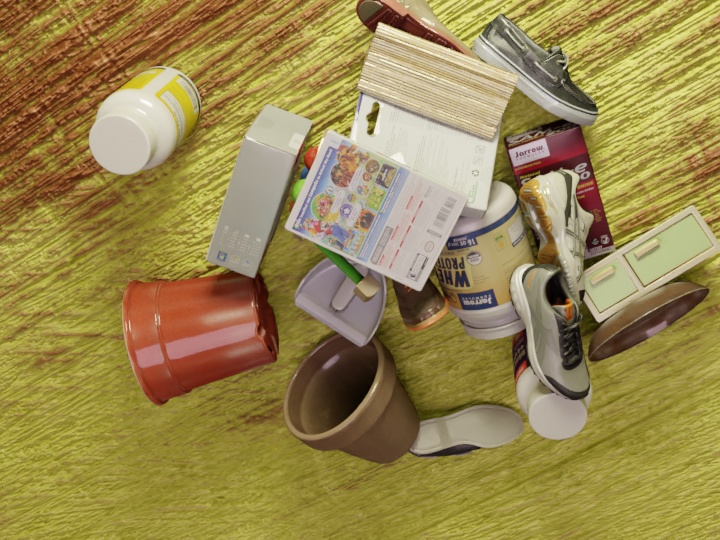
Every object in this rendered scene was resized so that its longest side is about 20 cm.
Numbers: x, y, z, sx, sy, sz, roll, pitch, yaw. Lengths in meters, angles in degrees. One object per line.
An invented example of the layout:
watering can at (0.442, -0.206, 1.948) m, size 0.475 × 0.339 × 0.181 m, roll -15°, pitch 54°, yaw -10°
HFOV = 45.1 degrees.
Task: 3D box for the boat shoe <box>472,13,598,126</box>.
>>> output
boat shoe at (0.247, -0.270, 1.166) m, size 0.200 × 0.072 × 0.071 m, roll 32°, pitch 120°, yaw -7°

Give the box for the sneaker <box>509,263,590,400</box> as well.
sneaker at (0.268, 0.084, 1.178) m, size 0.079 × 0.074 × 0.200 m, roll -14°, pitch 99°, yaw 58°

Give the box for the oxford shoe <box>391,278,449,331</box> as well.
oxford shoe at (0.076, 0.030, 1.268) m, size 0.071 × 0.200 × 0.073 m, roll -32°, pitch 108°, yaw 1°

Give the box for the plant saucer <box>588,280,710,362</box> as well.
plant saucer at (0.418, 0.071, 1.279) m, size 0.200 × 0.200 × 0.032 m, roll -39°, pitch 66°, yaw 22°

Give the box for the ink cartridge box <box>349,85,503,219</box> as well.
ink cartridge box at (0.087, -0.182, 1.177) m, size 0.200 × 0.200 × 0.041 m, roll 13°, pitch 160°, yaw 0°

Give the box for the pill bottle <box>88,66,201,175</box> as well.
pill bottle at (-0.297, -0.204, 1.191) m, size 0.111 × 0.200 × 0.111 m, roll 3°, pitch 116°, yaw 6°

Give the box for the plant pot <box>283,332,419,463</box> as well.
plant pot at (0.004, 0.221, 1.397) m, size 0.200 × 0.200 × 0.175 m, roll -32°, pitch 128°, yaw 20°

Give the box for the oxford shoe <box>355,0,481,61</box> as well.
oxford shoe at (0.092, -0.322, 1.155) m, size 0.200 × 0.075 × 0.070 m, roll 34°, pitch 146°, yaw -15°

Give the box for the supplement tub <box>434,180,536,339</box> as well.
supplement tub at (0.179, -0.015, 1.263) m, size 0.144 × 0.144 × 0.200 m, roll -16°, pitch 113°, yaw 14°

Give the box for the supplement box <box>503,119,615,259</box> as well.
supplement box at (0.288, -0.110, 1.249) m, size 0.109 × 0.061 × 0.200 m, roll -18°, pitch 113°, yaw 13°

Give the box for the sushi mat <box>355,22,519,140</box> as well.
sushi mat at (0.098, -0.247, 1.140) m, size 0.200 × 0.012 × 0.096 m, roll 21°, pitch 122°, yaw 3°

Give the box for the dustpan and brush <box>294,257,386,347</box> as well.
dustpan and brush at (0.000, 0.000, 1.334) m, size 0.139 × 0.057 × 0.200 m, roll 33°, pitch 87°, yaw 7°

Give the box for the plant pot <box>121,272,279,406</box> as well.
plant pot at (-0.239, 0.091, 1.350) m, size 0.195 × 0.201 × 0.201 m, roll -13°, pitch 115°, yaw 4°

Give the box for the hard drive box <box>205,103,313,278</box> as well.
hard drive box at (-0.144, -0.116, 1.243) m, size 0.077 × 0.156 × 0.200 m, roll 20°, pitch 118°, yaw -4°

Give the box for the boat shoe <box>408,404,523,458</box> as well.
boat shoe at (0.173, 0.276, 1.457) m, size 0.200 × 0.074 × 0.060 m, roll -13°, pitch 157°, yaw -4°

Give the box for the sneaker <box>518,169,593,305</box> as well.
sneaker at (0.291, -0.044, 1.199) m, size 0.088 × 0.076 × 0.200 m, roll -26°, pitch 114°, yaw -17°

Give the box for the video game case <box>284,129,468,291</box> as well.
video game case at (0.020, -0.076, 1.128) m, size 0.200 × 0.018 × 0.143 m, roll 25°, pitch 107°, yaw -4°

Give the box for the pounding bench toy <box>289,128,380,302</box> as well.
pounding bench toy at (-0.027, -0.069, 1.212) m, size 0.156 × 0.200 × 0.124 m, roll 18°, pitch 159°, yaw -2°

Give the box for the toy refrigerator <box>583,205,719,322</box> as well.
toy refrigerator at (0.409, -0.008, 1.251) m, size 0.200 × 0.070 × 0.076 m, roll -32°, pitch 83°, yaw 11°

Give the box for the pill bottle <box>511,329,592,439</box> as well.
pill bottle at (0.288, 0.161, 1.307) m, size 0.111 × 0.200 × 0.112 m, roll 3°, pitch 117°, yaw 5°
